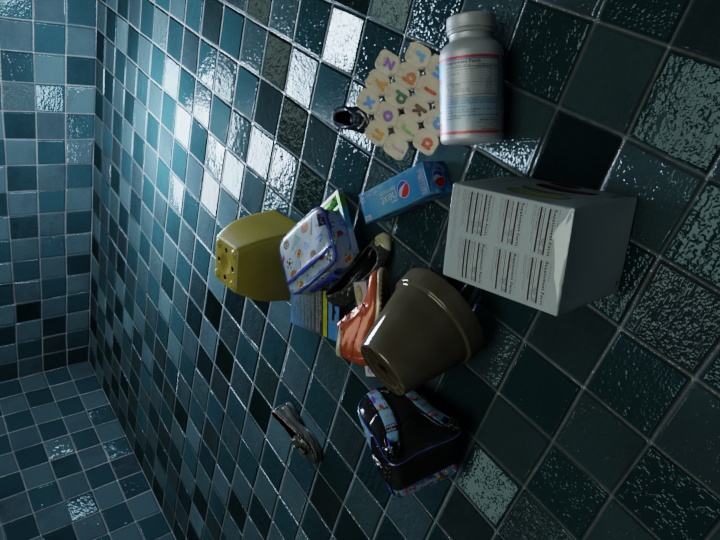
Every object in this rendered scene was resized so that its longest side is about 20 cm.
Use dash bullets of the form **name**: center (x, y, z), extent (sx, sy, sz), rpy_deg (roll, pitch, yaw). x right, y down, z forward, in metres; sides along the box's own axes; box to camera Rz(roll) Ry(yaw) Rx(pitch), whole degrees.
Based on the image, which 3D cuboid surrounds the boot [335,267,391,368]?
- **boot**: center (0.004, 0.089, 1.134), extent (0.105, 0.075, 0.204), rpy_deg (10, 91, 21)

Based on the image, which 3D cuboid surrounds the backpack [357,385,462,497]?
- **backpack**: center (0.090, 0.328, 1.154), extent (0.200, 0.180, 0.137), rpy_deg (45, 148, 51)

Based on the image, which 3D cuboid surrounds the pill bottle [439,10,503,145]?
- **pill bottle**: center (0.186, -0.316, 0.945), extent (0.108, 0.108, 0.204), rpy_deg (8, 104, 48)

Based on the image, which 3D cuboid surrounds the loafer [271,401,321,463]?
- **loafer**: center (-0.184, 0.466, 1.592), extent (0.200, 0.062, 0.073), rpy_deg (49, 132, 31)

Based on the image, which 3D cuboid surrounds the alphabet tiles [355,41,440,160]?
- **alphabet tiles**: center (0.090, -0.320, 1.074), extent (0.195, 0.015, 0.202), rpy_deg (37, 111, 17)

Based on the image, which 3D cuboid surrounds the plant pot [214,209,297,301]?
- **plant pot**: center (-0.270, -0.032, 1.480), extent (0.194, 0.198, 0.198), rpy_deg (30, 120, 43)

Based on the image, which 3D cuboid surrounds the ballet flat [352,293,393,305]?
- **ballet flat**: center (0.041, 0.071, 1.250), extent (0.199, 0.070, 0.066), rpy_deg (26, 90, 41)

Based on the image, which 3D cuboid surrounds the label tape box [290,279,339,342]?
- **label tape box**: center (-0.094, 0.079, 1.398), extent (0.198, 0.063, 0.147), rpy_deg (16, 109, 46)

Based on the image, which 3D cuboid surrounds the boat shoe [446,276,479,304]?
- **boat shoe**: center (0.200, -0.016, 1.033), extent (0.068, 0.056, 0.203), rpy_deg (36, 124, 39)

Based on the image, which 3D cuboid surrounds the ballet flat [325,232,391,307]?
- **ballet flat**: center (0.000, 0.000, 1.231), extent (0.201, 0.056, 0.067), rpy_deg (-53, 43, 9)

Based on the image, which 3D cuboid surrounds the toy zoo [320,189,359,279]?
- **toy zoo**: center (-0.064, -0.069, 1.312), extent (0.131, 0.020, 0.203), rpy_deg (-38, 55, 38)

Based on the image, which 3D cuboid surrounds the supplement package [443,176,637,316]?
- **supplement package**: center (0.264, -0.050, 0.844), extent (0.198, 0.189, 0.150), rpy_deg (22, 115, 44)

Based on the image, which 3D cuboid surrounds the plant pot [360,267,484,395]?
- **plant pot**: center (0.097, 0.126, 1.038), extent (0.200, 0.173, 0.201), rpy_deg (42, 157, 23)

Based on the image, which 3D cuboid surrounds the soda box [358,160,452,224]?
- **soda box**: center (0.086, -0.154, 1.130), extent (0.199, 0.067, 0.065), rpy_deg (-19, 85, 50)

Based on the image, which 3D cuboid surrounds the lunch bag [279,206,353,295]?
- **lunch bag**: center (-0.101, -0.039, 1.279), extent (0.199, 0.075, 0.163), rpy_deg (-38, 57, 39)

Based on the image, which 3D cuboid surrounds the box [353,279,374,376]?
- **box**: center (0.024, 0.120, 1.190), extent (0.041, 0.038, 0.204), rpy_deg (-7, 91, 47)

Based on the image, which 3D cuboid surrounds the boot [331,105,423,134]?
- **boot**: center (0.030, -0.300, 1.147), extent (0.198, 0.089, 0.074), rpy_deg (19, 112, 47)
